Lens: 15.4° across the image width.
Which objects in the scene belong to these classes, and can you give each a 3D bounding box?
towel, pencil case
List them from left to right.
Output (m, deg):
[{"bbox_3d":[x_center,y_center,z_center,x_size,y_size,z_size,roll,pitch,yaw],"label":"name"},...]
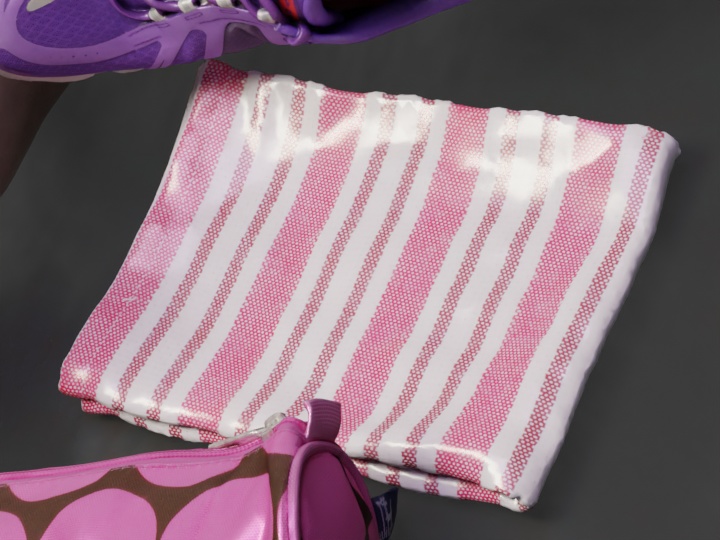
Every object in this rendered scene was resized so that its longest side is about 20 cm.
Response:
[{"bbox_3d":[-0.091,0.101,0.887,0.199,0.091,0.094,-9,88,21],"label":"pencil case"},{"bbox_3d":[0.000,0.000,0.939,0.199,0.030,0.147,10,66,31],"label":"towel"}]

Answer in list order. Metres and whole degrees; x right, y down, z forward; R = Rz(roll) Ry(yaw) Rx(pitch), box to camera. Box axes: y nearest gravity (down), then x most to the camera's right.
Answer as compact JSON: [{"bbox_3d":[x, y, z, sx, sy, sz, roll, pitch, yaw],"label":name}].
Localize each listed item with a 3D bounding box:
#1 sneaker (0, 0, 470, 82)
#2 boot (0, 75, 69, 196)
[{"bbox_3d":[-0.045,-0.111,0.955,0.199,0.081,0.083,-12,19,-2],"label":"sneaker"},{"bbox_3d":[-0.092,-0.121,1.037,0.146,0.070,0.201,-12,57,17],"label":"boot"}]
